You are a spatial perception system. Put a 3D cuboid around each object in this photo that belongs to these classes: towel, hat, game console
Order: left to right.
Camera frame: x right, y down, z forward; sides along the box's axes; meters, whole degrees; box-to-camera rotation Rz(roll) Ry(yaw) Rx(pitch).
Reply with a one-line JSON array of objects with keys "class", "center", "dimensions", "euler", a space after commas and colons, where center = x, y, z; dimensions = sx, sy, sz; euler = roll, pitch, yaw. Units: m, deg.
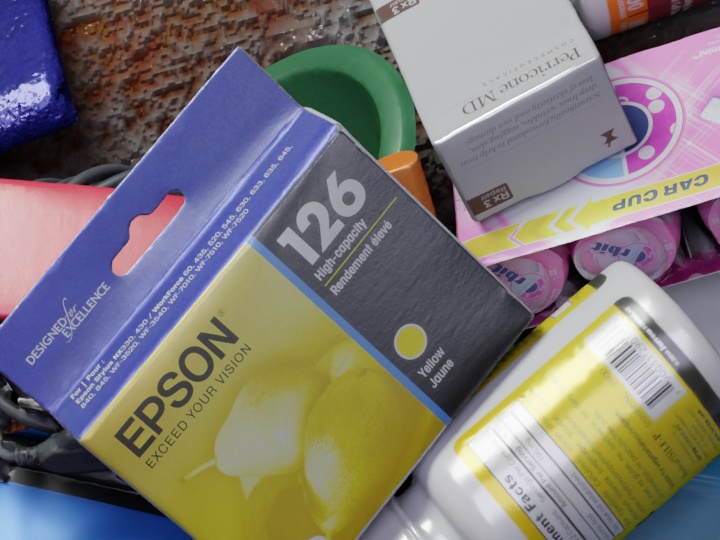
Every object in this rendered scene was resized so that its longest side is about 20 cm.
[{"class": "towel", "center": [-0.265, -0.102, 1.201], "dimensions": [0.199, 0.050, 0.148], "euler": [-20, 54, 4]}, {"class": "game console", "center": [-0.110, 0.161, 1.105], "dimensions": [0.199, 0.171, 0.119], "euler": [12, 89, 7]}, {"class": "hat", "center": [0.000, 0.000, 1.192], "dimensions": [0.165, 0.176, 0.201], "euler": [3, 64, 39]}]

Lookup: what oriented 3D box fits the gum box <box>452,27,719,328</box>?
[{"class": "gum box", "center": [0.142, -0.050, 1.125], "dimensions": [0.199, 0.066, 0.114], "euler": [-17, 50, 17]}]

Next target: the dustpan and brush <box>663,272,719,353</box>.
[{"class": "dustpan and brush", "center": [0.198, -0.020, 1.170], "dimensions": [0.138, 0.057, 0.202], "euler": [-2, 86, -7]}]

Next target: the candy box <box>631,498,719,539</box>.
[{"class": "candy box", "center": [0.203, 0.142, 1.099], "dimensions": [0.200, 0.102, 0.026], "euler": [-37, 118, 4]}]

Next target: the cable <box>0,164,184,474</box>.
[{"class": "cable", "center": [-0.101, 0.021, 1.066], "dimensions": [0.198, 0.051, 0.164], "euler": [-7, 69, -5]}]

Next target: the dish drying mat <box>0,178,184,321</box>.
[{"class": "dish drying mat", "center": [-0.168, -0.009, 1.038], "dimensions": [0.198, 0.018, 0.077], "euler": [4, 68, 0]}]

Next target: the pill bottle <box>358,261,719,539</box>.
[{"class": "pill bottle", "center": [0.095, 0.098, 1.062], "dimensions": [0.200, 0.111, 0.111], "euler": [-40, 79, -1]}]

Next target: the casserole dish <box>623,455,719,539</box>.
[{"class": "casserole dish", "center": [0.148, 0.143, 1.093], "dimensions": [0.039, 0.199, 0.121], "euler": [51, 61, -29]}]

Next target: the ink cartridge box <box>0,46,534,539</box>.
[{"class": "ink cartridge box", "center": [-0.045, 0.031, 1.006], "dimensions": [0.200, 0.047, 0.198], "euler": [42, 83, -21]}]

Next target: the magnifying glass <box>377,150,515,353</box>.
[{"class": "magnifying glass", "center": [0.044, 0.028, 1.092], "dimensions": [0.079, 0.022, 0.201], "euler": [-18, 119, 0]}]

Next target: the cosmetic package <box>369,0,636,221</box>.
[{"class": "cosmetic package", "center": [0.066, -0.132, 1.135], "dimensions": [0.101, 0.074, 0.201], "euler": [-27, 45, 5]}]

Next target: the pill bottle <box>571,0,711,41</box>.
[{"class": "pill bottle", "center": [0.202, -0.214, 1.166], "dimensions": [0.199, 0.114, 0.115], "euler": [-19, 79, 2]}]
